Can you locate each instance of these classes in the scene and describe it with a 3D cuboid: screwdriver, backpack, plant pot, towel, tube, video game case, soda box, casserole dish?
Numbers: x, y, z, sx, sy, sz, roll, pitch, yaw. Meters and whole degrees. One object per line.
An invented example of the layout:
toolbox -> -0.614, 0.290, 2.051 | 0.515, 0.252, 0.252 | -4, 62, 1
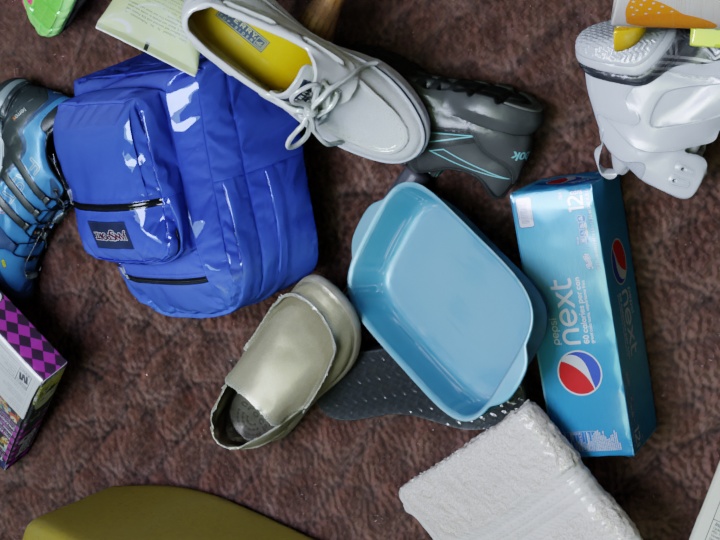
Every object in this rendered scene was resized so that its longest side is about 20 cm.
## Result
screwdriver -> 0.000, 0.000, 1.228 | 0.028, 0.029, 0.200 | 37, 118, 12
backpack -> -0.136, -0.061, 1.189 | 0.162, 0.168, 0.200 | 5, 116, 47
plant pot -> -0.182, 0.286, 1.295 | 0.200, 0.195, 0.195 | 28, 113, 26
towel -> 0.113, 0.185, 1.172 | 0.133, 0.034, 0.200 | 51, 143, 5
tube -> -0.133, -0.229, 1.141 | 0.058, 0.200, 0.052 | -2, 140, 17
video game case -> -0.349, 0.059, 1.355 | 0.200, 0.036, 0.181 | 45, 142, 9
soda box -> 0.165, 0.032, 1.133 | 0.064, 0.068, 0.201 | -5, 100, 27
casserole dish -> 0.066, 0.021, 1.139 | 0.200, 0.039, 0.121 | 47, 120, 36

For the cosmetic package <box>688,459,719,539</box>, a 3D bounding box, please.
cosmetic package -> 0.307, 0.142, 1.092 | 0.105, 0.071, 0.200 | 24, 112, 18

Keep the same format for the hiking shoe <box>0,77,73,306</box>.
hiking shoe -> -0.278, -0.058, 1.311 | 0.087, 0.074, 0.201 | 15, 108, 22

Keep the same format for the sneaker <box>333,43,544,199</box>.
sneaker -> 0.034, -0.114, 1.155 | 0.200, 0.075, 0.079 | 21, 114, 20

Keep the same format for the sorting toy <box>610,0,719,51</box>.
sorting toy -> 0.259, -0.203, 0.993 | 0.180, 0.200, 0.107 | 10, 142, 7

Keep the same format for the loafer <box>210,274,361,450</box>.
loafer -> -0.062, 0.083, 1.221 | 0.076, 0.068, 0.200 | 41, 135, 12

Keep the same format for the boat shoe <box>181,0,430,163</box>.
boat shoe -> -0.038, -0.129, 1.074 | 0.202, 0.086, 0.075 | 37, 118, -15

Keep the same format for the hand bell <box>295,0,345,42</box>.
hand bell -> -0.011, -0.215, 1.114 | 0.104, 0.104, 0.200 | 35, 103, 13

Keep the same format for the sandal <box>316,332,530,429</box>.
sandal -> 0.049, 0.081, 1.217 | 0.200, 0.048, 0.076 | -1, 104, 38

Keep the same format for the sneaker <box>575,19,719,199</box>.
sneaker -> 0.249, -0.116, 1.059 | 0.199, 0.075, 0.115 | -1, 115, 14

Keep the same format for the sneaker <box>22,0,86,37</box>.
sneaker -> -0.210, -0.251, 1.233 | 0.200, 0.084, 0.077 | -39, 70, 45
